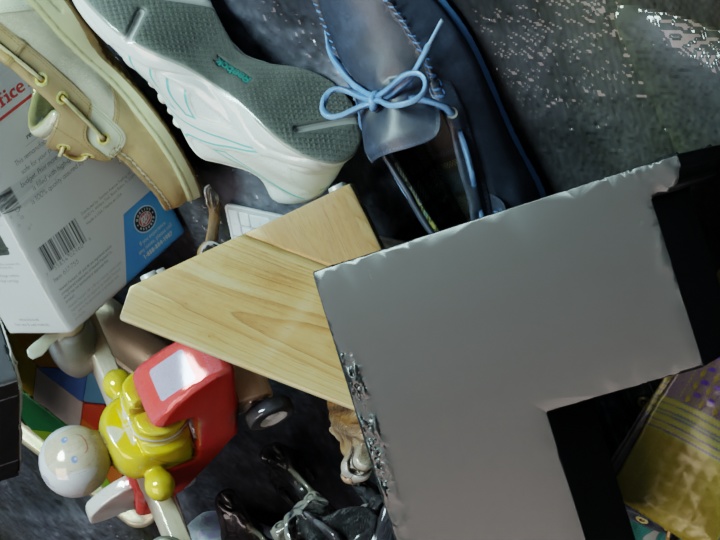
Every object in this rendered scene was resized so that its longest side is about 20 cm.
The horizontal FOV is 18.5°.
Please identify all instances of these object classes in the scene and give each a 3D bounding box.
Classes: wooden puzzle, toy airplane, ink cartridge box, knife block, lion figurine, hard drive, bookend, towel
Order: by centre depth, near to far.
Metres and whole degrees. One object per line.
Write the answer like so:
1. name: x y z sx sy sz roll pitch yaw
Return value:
1. bookend: 0.106 0.062 1.096 0.199 0.092 0.200 -19 89 23
2. towel: 0.234 0.103 1.116 0.199 0.023 0.144 33 107 6
3. knife block: -0.011 0.048 1.231 0.064 0.199 0.176 -35 -80 -87
4. lion figurine: -0.033 0.036 1.329 0.200 0.072 0.122 49 164 2
5. ink cartridge box: -0.206 -0.075 1.354 0.068 0.116 0.201 0 124 45
6. toy airplane: -0.143 0.114 1.397 0.200 0.140 0.201 22 118 52
7. hard drive: -0.262 0.050 1.475 0.200 0.038 0.140 107 143 -66
8. wooden puzzle: -0.208 0.082 1.566 0.185 0.037 0.201 36 141 13

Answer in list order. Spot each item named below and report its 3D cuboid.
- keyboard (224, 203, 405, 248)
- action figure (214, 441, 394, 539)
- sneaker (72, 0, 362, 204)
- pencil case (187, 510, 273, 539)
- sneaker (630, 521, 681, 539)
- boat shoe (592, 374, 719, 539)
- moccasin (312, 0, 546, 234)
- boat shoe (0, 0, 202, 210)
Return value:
1. keyboard: 0.000 0.000 1.318 0.199 0.011 0.057 12 132 35
2. action figure: -0.012 0.178 1.391 0.102 0.119 0.200 45 171 -30
3. sneaker: -0.094 -0.107 1.260 0.200 0.070 0.080 40 145 6
4. pencil case: -0.043 0.227 1.502 0.199 0.091 0.084 12 132 35
5. sneaker: 0.118 0.147 1.287 0.199 0.080 0.078 -8 119 46
6. boat shoe: 0.191 0.129 1.188 0.090 0.071 0.201 -24 101 19
7. moccasin: 0.034 -0.081 1.164 0.080 0.068 0.200 -22 108 50
8. boat shoe: -0.169 -0.103 1.300 0.200 0.066 0.074 52 177 -29
